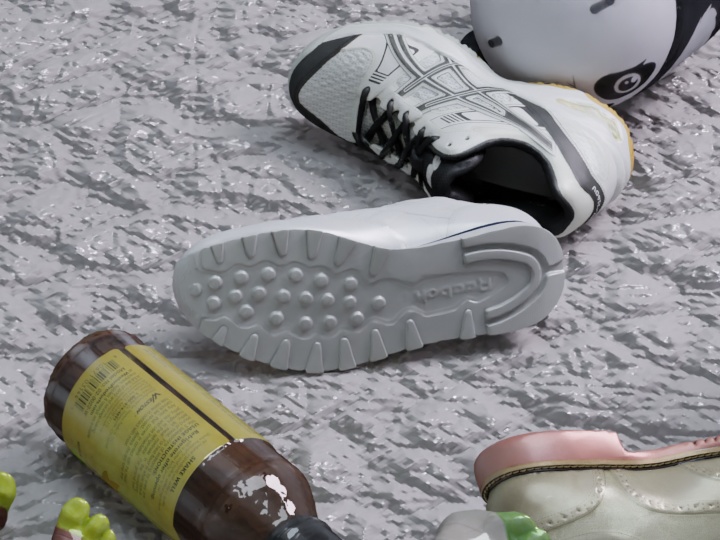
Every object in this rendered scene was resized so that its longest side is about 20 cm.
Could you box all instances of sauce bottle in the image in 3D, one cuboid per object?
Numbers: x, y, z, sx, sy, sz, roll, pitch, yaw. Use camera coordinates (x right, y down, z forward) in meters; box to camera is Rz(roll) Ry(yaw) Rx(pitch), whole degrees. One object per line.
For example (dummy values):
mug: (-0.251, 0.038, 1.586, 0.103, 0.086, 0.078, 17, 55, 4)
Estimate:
sauce bottle: (-0.066, 0.099, 1.367, 0.065, 0.065, 0.200, -22, 42, -32)

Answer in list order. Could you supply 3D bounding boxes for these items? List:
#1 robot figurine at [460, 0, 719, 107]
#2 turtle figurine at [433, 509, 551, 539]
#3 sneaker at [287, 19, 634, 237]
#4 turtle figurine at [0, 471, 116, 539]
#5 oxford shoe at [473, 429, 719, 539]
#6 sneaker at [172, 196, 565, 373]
robot figurine: (0.142, -0.161, 1.693, 0.125, 0.150, 0.200, 29, 29, 15)
turtle figurine: (0.035, 0.173, 1.081, 0.144, 0.200, 0.194, 50, 40, 0)
sneaker: (0.044, -0.075, 1.614, 0.200, 0.076, 0.088, 16, 37, 18)
turtle figurine: (-0.170, 0.150, 1.285, 0.200, 0.064, 0.161, 9, 27, 22)
oxford shoe: (0.152, 0.118, 1.375, 0.200, 0.071, 0.074, 0, 60, -7)
sneaker: (0.000, 0.000, 1.520, 0.200, 0.077, 0.081, -2, 24, -15)
